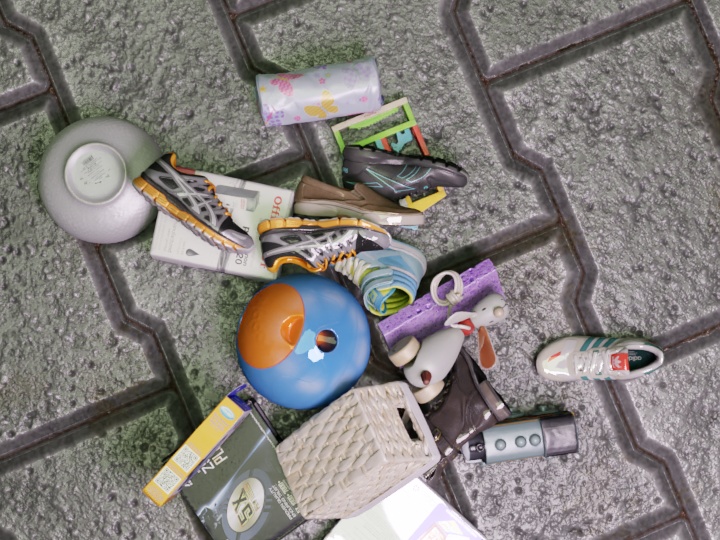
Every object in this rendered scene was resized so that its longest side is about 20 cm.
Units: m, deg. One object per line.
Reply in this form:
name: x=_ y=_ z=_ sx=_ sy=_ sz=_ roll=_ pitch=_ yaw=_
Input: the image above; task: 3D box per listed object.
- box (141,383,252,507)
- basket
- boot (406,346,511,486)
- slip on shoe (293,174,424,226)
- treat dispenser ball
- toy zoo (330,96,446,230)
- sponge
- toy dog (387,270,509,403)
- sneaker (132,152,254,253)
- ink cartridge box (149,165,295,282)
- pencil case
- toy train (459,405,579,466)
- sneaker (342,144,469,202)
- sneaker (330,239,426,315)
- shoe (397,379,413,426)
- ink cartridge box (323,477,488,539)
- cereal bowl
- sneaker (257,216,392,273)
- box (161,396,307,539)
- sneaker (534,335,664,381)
box: x=-0.223 y=0.246 z=1.625 sx=0.041 sy=0.119 sz=0.200 roll=43 pitch=87 yaw=3
basket: x=-0.009 y=0.264 z=1.647 sx=0.200 sy=0.123 sz=0.136 roll=-41 pitch=63 yaw=31
boot: x=0.118 y=0.210 z=1.709 sx=0.174 sy=0.200 sz=0.069 roll=-39 pitch=126 yaw=4
slip on shoe: x=-0.001 y=-0.103 z=1.714 sx=0.199 sy=0.076 sz=0.061 roll=8 pitch=92 yaw=12
treat dispenser ball: x=-0.084 y=0.105 z=1.683 sx=0.200 sy=0.201 sz=0.202 roll=0 pitch=87 yaw=-3
toy zoo: x=0.050 y=-0.156 z=1.792 sx=0.131 sy=0.020 sz=0.201 roll=-23 pitch=89 yaw=-4
sponge: x=0.128 y=0.067 z=1.742 sx=0.199 sy=0.112 sz=0.030 roll=-30 pitch=54 yaw=-4
toy dog: x=0.133 y=0.108 z=1.655 sx=0.132 sy=0.096 sz=0.200 roll=31 pitch=94 yaw=-16
sneaker: x=-0.234 y=-0.096 z=1.660 sx=0.200 sy=0.078 sz=0.077 roll=36 pitch=79 yaw=-1
ink cartridge box: x=-0.208 y=-0.069 z=1.745 sx=0.199 sy=0.085 sz=0.146 roll=12 pitch=87 yaw=-4
pencil case: x=-0.065 y=-0.278 z=1.761 sx=0.199 sy=0.083 sz=0.091 roll=-10 pitch=47 yaw=-3
toy train: x=0.240 y=0.254 z=1.734 sx=0.199 sy=0.114 sz=0.086 roll=-6 pitch=87 yaw=-3
sneaker: x=0.067 y=-0.143 z=1.755 sx=0.199 sy=0.075 sz=0.080 roll=9 pitch=101 yaw=4
sneaker: x=0.000 y=0.000 z=1.724 sx=0.199 sy=0.131 sz=0.080 roll=14 pitch=130 yaw=-1
shoe: x=0.021 y=0.251 z=1.753 sx=0.070 sy=0.053 sz=0.200 roll=35 pitch=86 yaw=0
ink cartridge box: x=0.059 y=0.422 z=1.751 sx=0.198 sy=0.043 sz=0.200 roll=42 pitch=84 yaw=0
cereal bowl: x=-0.398 y=-0.141 z=1.740 sx=0.199 sy=0.083 sz=0.201 roll=0 pitch=88 yaw=-2
sneaker: x=-0.052 y=-0.035 z=1.678 sx=0.199 sy=0.078 sz=0.078 roll=-1 pitch=77 yaw=2
box: x=-0.176 y=0.320 z=1.725 sx=0.163 sy=0.086 sz=0.200 roll=-34 pitch=89 yaw=-3
sneaker: x=0.372 y=0.135 z=1.756 sx=0.199 sy=0.093 sz=0.071 roll=-2 pitch=87 yaw=-3
